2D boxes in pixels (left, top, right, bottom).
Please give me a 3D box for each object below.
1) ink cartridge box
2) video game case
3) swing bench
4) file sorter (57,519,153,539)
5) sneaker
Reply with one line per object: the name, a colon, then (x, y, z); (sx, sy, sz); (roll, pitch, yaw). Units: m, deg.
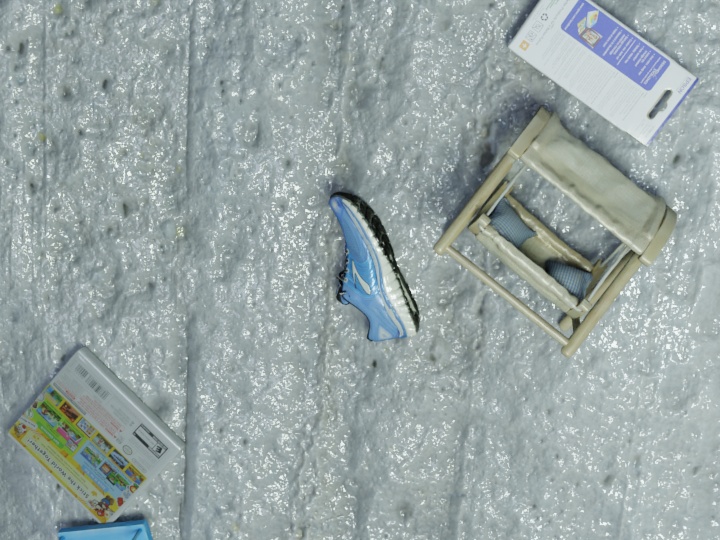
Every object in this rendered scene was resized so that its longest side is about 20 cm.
ink cartridge box: (0.275, -0.238, 1.022); (0.199, 0.037, 0.095); (37, 105, 5)
video game case: (-0.374, 0.237, 1.258); (0.200, 0.023, 0.182); (44, 106, -1)
swing bench: (0.224, -0.049, 1.023); (0.198, 0.130, 0.200); (38, 106, 2)
file sorter: (-0.354, 0.472, 1.241); (0.138, 0.123, 0.202); (-9, 106, 12)
sneaker: (0.000, 0.000, 1.105); (0.089, 0.079, 0.201); (-21, 97, 12)
